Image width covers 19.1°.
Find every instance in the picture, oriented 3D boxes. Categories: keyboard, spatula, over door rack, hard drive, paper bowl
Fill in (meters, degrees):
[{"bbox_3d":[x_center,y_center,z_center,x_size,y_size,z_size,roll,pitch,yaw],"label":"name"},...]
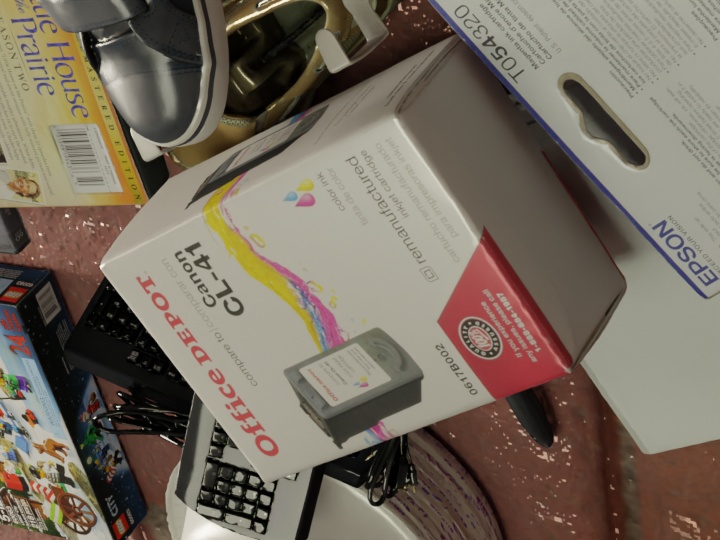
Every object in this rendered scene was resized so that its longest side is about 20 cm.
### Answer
[{"bbox_3d":[-0.021,0.052,1.118,0.127,0.021,0.201,14,106,3],"label":"keyboard"},{"bbox_3d":[0.064,0.020,1.091,0.057,0.021,0.200,41,158,51],"label":"spatula"},{"bbox_3d":[-0.066,-0.166,0.968,0.148,0.067,0.201,-22,85,45],"label":"over door rack"},{"bbox_3d":[0.136,-0.005,1.022,0.132,0.026,0.200,-19,113,45],"label":"hard drive"},{"bbox_3d":[-0.025,0.169,1.241,0.200,0.104,0.201,21,137,21],"label":"paper bowl"},{"bbox_3d":[-0.073,0.059,1.173,0.200,0.104,0.040,20,164,20],"label":"keyboard"}]

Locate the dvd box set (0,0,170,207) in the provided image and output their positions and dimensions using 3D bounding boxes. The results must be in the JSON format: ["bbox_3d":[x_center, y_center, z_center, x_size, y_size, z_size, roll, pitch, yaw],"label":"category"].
[{"bbox_3d":[-0.209,-0.099,1.109,0.199,0.029,0.147,-1,125,26],"label":"dvd box set"}]

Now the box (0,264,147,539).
[{"bbox_3d":[-0.227,0.082,1.359,0.136,0.038,0.200,7,130,32],"label":"box"}]

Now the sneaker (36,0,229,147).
[{"bbox_3d":[-0.119,-0.147,0.924,0.078,0.079,0.201,-11,95,44],"label":"sneaker"}]

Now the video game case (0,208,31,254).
[{"bbox_3d":[-0.274,-0.098,1.189,0.143,0.019,0.200,5,128,34],"label":"video game case"}]

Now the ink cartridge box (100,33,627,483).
[{"bbox_3d":[0.000,0.000,1.004,0.200,0.086,0.148,-25,108,37],"label":"ink cartridge box"}]

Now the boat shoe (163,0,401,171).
[{"bbox_3d":[-0.055,-0.097,1.040,0.072,0.076,0.200,41,140,-3],"label":"boat shoe"}]

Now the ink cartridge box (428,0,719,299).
[{"bbox_3d":[0.157,-0.105,0.896,0.196,0.043,0.200,47,136,-10],"label":"ink cartridge box"}]
